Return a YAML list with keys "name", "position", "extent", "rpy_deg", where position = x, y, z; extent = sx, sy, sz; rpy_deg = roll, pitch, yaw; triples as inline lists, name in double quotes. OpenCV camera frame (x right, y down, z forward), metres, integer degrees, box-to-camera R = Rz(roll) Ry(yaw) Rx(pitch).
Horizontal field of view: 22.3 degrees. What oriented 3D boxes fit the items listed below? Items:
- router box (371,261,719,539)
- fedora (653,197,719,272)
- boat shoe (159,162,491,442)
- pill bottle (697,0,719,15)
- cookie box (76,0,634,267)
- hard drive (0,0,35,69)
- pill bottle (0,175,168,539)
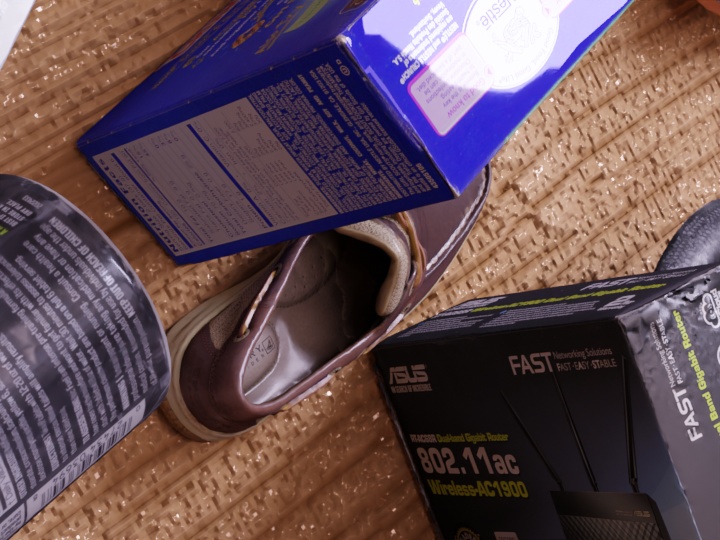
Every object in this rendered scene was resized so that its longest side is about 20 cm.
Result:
- name: "router box"
  position: [0.097, 0.083, 0.751]
  extent: [0.062, 0.200, 0.151]
  rpy_deg: [-24, 95, -28]
- name: "fedora"
  position: [0.170, 0.065, 0.870]
  extent: [0.199, 0.091, 0.203]
  rpy_deg: [14, 67, -37]
- name: "boat shoe"
  position: [0.000, 0.000, 0.778]
  extent: [0.200, 0.072, 0.073]
  rpy_deg: [-39, 104, -32]
- name: "pill bottle"
  position: [0.252, -0.195, 0.963]
  extent: [0.199, 0.106, 0.107]
  rpy_deg: [-28, 98, -35]
- name: "cookie box"
  position: [0.006, -0.091, 0.720]
  extent: [0.171, 0.199, 0.075]
  rpy_deg: [-47, 110, -29]
- name: "hard drive"
  position: [-0.224, -0.118, 0.674]
  extent: [0.199, 0.026, 0.133]
  rpy_deg: [33, 65, -25]
- name: "pill bottle"
  position: [-0.168, 0.063, 0.624]
  extent: [0.200, 0.106, 0.107]
  rpy_deg: [-41, 105, -32]
